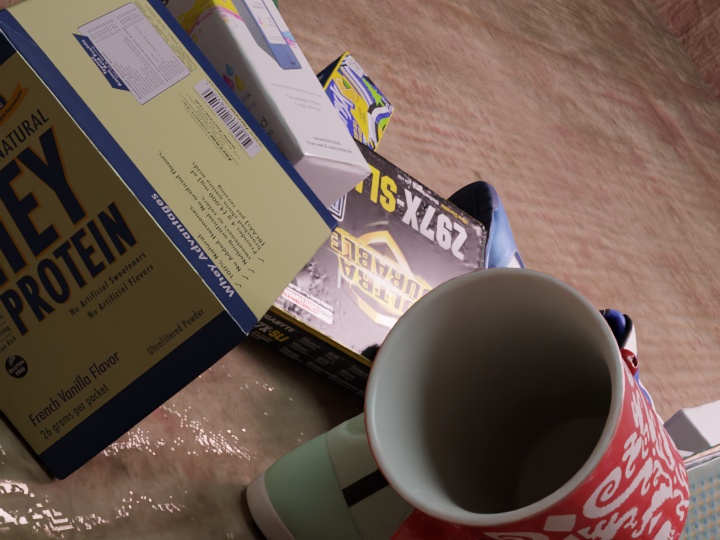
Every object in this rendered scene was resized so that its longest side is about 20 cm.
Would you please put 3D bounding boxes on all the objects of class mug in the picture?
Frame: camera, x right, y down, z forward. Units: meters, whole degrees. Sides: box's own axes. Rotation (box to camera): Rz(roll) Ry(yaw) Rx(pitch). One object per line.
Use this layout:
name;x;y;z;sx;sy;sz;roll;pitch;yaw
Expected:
mug;0.082;0.106;1.017;0.134;0.177;0.200;63;11;30

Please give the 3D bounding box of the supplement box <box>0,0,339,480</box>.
supplement box;-0.141;-0.036;1.007;0.200;0.134;0.200;51;20;-5

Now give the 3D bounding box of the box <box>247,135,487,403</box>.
box;0.000;0.000;1.282;0.200;0.049;0.160;32;49;-34

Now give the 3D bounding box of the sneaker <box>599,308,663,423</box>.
sneaker;0.202;0.091;1.528;0.199;0.080;0.116;20;65;-74

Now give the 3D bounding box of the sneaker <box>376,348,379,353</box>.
sneaker;0.108;0.076;1.249;0.199;0.090;0.070;6;82;-37

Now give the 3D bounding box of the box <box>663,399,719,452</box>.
box;0.292;0.206;1.437;0.200;0.106;0.152;52;23;17

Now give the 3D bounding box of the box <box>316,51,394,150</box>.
box;-0.031;-0.098;1.438;0.064;0.070;0.200;50;21;-11

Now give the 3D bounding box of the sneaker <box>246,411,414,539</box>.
sneaker;0.041;0.164;1.100;0.200;0.118;0.074;47;20;-20

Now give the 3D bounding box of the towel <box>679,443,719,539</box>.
towel;0.245;0.171;1.182;0.199;0.022;0.148;-14;104;-40

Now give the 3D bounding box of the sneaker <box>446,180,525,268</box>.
sneaker;0.098;0.028;1.390;0.082;0.074;0.201;23;49;-40

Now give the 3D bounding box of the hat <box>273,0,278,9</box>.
hat;-0.164;-0.219;1.428;0.200;0.175;0.166;87;-16;-50

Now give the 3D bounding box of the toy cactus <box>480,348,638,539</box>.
toy cactus;0.103;0.147;1.178;0.102;0.164;0.201;14;78;-56

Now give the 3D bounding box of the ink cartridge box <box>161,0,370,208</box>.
ink cartridge box;-0.109;-0.104;1.172;0.087;0.145;0.201;8;49;-60

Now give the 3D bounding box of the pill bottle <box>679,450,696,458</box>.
pill bottle;0.208;0.221;1.243;0.116;0.115;0.201;12;86;-60
